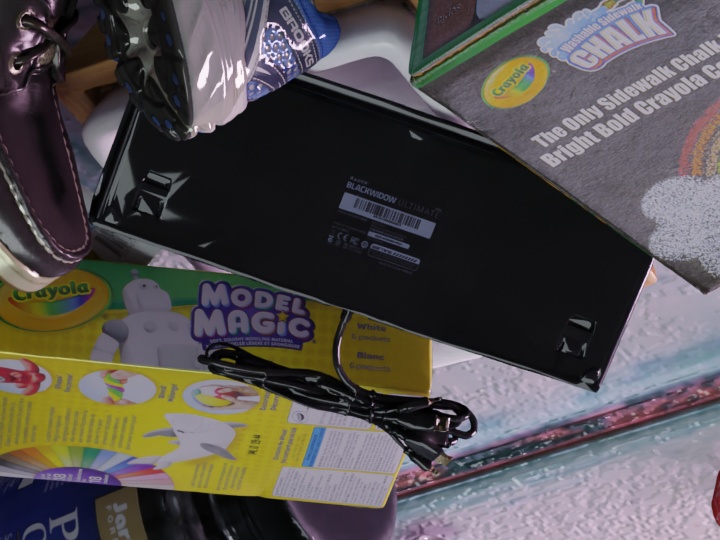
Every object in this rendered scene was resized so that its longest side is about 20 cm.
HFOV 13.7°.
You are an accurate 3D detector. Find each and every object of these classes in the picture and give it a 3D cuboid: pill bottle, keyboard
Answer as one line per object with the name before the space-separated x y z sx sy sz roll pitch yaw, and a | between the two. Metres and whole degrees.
pill bottle | -0.085 0.119 1.349 0.200 0.112 0.112 -24 133 34
keyboard | 0.000 0.000 1.078 0.199 0.021 0.127 19 106 -10

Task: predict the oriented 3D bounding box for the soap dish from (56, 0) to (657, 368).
soap dish | 0.001 -0.046 1.144 0.157 0.081 0.200 -15 137 26

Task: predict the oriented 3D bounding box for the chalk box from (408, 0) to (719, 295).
chalk box | 0.099 -0.107 1.017 0.200 0.124 0.124 35 136 -30

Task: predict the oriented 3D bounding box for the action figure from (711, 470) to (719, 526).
action figure | 0.239 0.070 1.289 0.065 0.052 0.200 30 135 -22

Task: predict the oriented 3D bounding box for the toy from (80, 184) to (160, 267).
toy | -0.161 -0.064 1.152 0.200 0.047 0.115 40 155 -4

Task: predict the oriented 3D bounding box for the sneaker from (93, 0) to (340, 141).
sneaker | -0.053 -0.150 1.002 0.085 0.077 0.201 -20 113 -28

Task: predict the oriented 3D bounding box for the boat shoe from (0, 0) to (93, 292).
boat shoe | -0.132 -0.092 1.048 0.065 0.073 0.201 -18 99 19

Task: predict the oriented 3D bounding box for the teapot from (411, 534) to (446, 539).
teapot | -0.058 0.224 1.450 0.197 0.200 0.146 -7 114 50

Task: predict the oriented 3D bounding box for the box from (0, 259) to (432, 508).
box | -0.079 0.043 1.154 0.199 0.049 0.117 4 152 -8
